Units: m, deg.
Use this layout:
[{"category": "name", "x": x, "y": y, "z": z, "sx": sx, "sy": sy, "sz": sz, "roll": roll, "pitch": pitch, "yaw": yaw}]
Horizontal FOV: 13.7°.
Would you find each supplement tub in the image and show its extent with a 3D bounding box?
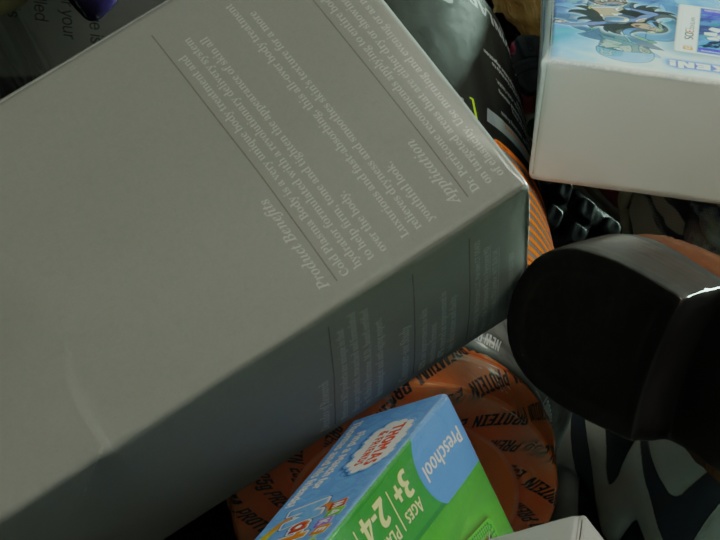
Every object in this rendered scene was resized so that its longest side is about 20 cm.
[{"category": "supplement tub", "x": 0.000, "y": 0.000, "z": 0.930, "sx": 0.122, "sy": 0.123, "sz": 0.201, "roll": 23, "pitch": 35, "yaw": -25}]

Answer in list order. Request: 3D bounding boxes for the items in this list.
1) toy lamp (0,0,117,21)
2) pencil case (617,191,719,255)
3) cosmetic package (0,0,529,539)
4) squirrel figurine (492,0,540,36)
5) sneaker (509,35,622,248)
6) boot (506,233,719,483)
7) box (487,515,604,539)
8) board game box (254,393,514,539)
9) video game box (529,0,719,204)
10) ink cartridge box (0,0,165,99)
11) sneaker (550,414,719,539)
[{"category": "toy lamp", "x": -0.129, "y": -0.054, "z": 0.798, "sx": 0.058, "sy": 0.200, "sz": 0.058, "roll": 50, "pitch": -5, "yaw": 6}, {"category": "pencil case", "x": 0.184, "y": -0.014, "z": 1.043, "sx": 0.199, "sy": 0.078, "sz": 0.090, "roll": -14, "pitch": 65, "yaw": -34}, {"category": "cosmetic package", "x": -0.063, "y": 0.008, "z": 0.795, "sx": 0.199, "sy": 0.090, "sz": 0.107, "roll": -31, "pitch": 68, "yaw": -10}, {"category": "squirrel figurine", "x": 0.122, "y": -0.158, "z": 1.276, "sx": 0.186, "sy": 0.141, "sz": 0.201, "roll": 18, "pitch": 50, "yaw": -47}, {"category": "sneaker", "x": 0.099, "y": 0.001, "z": 1.083, "sx": 0.081, "sy": 0.075, "sz": 0.200, "roll": -44, "pitch": 97, "yaw": -26}, {"category": "boot", "x": 0.160, "y": 0.046, "z": 0.846, "sx": 0.188, "sy": 0.069, "sz": 0.200, "roll": 27, "pitch": 18, "yaw": 31}, {"category": "box", "x": 0.084, "y": 0.181, "z": 0.779, "sx": 0.200, "sy": 0.036, "sz": 0.145, "roll": 51, "pitch": 34, "yaw": -29}, {"category": "board game box", "x": 0.026, "y": 0.153, "z": 0.771, "sx": 0.201, "sy": 0.036, "sz": 0.151, "roll": 64, "pitch": 29, "yaw": -13}, {"category": "video game box", "x": 0.157, "y": -0.066, "z": 0.983, "sx": 0.199, "sy": 0.047, "sz": 0.182, "roll": 8, "pitch": 20, "yaw": 2}, {"category": "ink cartridge box", "x": -0.113, "y": -0.123, "z": 0.869, "sx": 0.199, "sy": 0.146, "sz": 0.084, "roll": -2, "pitch": 38, "yaw": -3}, {"category": "sneaker", "x": 0.084, "y": 0.107, "z": 0.937, "sx": 0.079, "sy": 0.130, "sz": 0.199, "roll": 11, "pitch": 2, "yaw": -24}]
